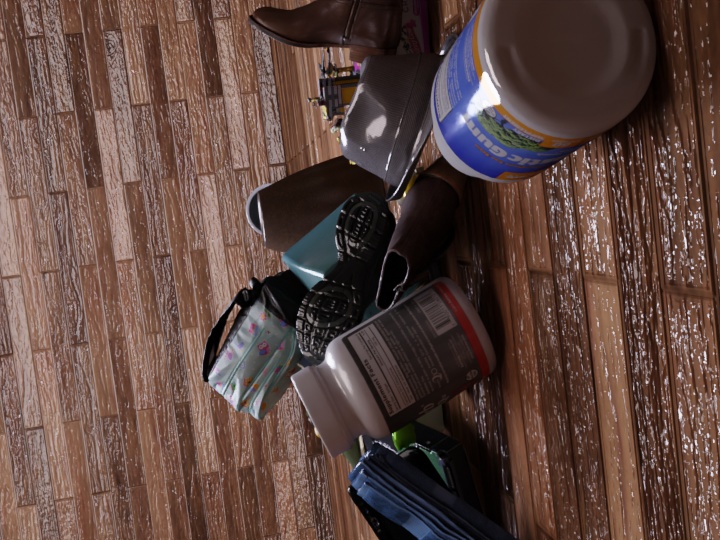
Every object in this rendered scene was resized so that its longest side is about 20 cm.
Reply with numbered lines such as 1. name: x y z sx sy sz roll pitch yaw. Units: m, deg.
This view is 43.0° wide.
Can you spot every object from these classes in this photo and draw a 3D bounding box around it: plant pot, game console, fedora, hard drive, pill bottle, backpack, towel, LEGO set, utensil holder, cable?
1. plant pot: 0.000 0.000 1.189 0.142 0.141 0.200 51 176 -10
2. game console: 0.087 0.310 1.101 0.202 0.116 0.176 56 -174 6
3. fedora: 0.031 -0.169 0.968 0.200 0.089 0.180 114 174 -76
4. hard drive: 0.074 0.253 1.139 0.199 0.037 0.142 12 124 59
5. pill bottle: 0.109 -0.123 0.626 0.200 0.110 0.114 138 123 -80
6. backpack: -0.137 0.109 1.314 0.202 0.126 0.166 -57 -16 13
7. towel: 0.076 0.261 0.959 0.049 0.198 0.112 -54 -5 -23
8. pill bottle: 0.033 0.103 0.959 0.117 0.198 0.116 59 174 10
9. plant pot: -0.069 -0.098 1.526 0.187 0.196 0.191 173 90 -81
10. LEGO set: -0.024 -0.235 1.371 0.201 0.113 0.156 -110 15 -56
11. utensil holder: -0.297 -0.200 3.046 0.200 0.166 0.174 -151 53 -83
12. cable: 0.070 -0.043 1.147 0.097 0.049 0.204 -172 75 -82

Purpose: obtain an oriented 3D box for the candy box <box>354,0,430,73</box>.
1. candy box: 0.033 -0.310 1.127 0.200 0.060 0.139 -123 27 -71

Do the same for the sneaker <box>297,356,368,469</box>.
1. sneaker: -0.030 0.198 1.258 0.067 0.088 0.204 -25 -79 -65

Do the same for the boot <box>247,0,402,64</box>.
1. boot: -0.023 -0.341 0.995 0.064 0.183 0.203 -63 -14 -64

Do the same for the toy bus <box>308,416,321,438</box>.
1. toy bus: -0.041 0.153 1.372 0.065 0.078 0.203 -35 50 29

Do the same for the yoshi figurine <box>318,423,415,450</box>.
1. yoshi figurine: 0.045 0.146 1.094 0.112 0.197 0.114 -55 -59 -80

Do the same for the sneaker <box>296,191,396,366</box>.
1. sneaker: -0.004 0.017 1.040 0.203 0.075 0.091 -65 -26 -3

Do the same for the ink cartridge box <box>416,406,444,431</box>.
1. ink cartridge box: 0.053 0.147 1.318 0.200 0.083 0.149 -157 58 -79

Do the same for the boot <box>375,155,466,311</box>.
1. boot: 0.051 -0.022 0.984 0.167 0.071 0.201 -58 -8 -33
